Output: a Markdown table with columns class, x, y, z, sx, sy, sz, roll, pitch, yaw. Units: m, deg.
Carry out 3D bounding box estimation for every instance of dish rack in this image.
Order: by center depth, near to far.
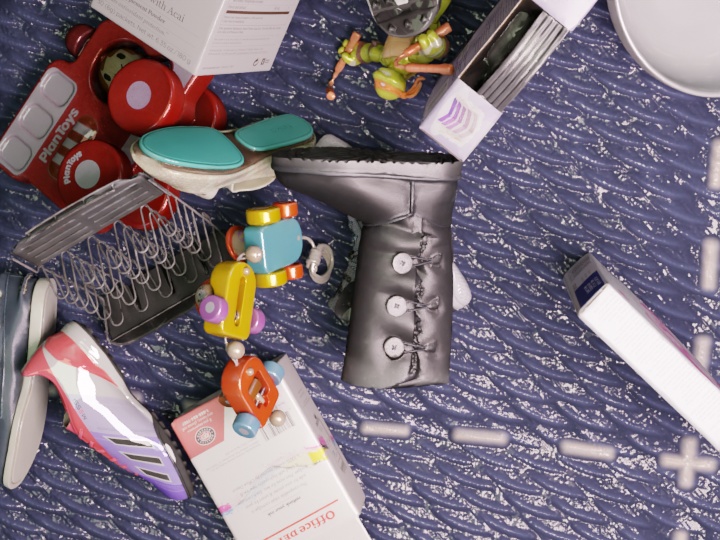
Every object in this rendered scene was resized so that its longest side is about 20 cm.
| class | x | y | z | sx | sy | sz | roll | pitch | yaw |
| --- | --- | --- | --- | --- | --- | --- | --- | --- | --- |
| dish rack | -0.200 | -0.011 | 1.048 | 0.153 | 0.200 | 0.055 | -30 | 66 | 8 |

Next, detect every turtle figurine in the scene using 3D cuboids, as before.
| class | x | y | z | sx | sy | sz | roll | pitch | yaw |
| --- | --- | --- | --- | --- | --- | --- | --- | --- | --- |
| turtle figurine | 0.052 | -0.210 | 1.030 | 0.064 | 0.200 | 0.162 | 27 | 81 | -27 |

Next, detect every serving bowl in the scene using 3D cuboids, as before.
| class | x | y | z | sx | sy | sz | roll | pitch | yaw |
| --- | --- | --- | --- | --- | --- | --- | --- | --- | --- |
| serving bowl | 0.295 | -0.253 | 1.029 | 0.198 | 0.066 | 0.202 | -3 | 102 | -13 |

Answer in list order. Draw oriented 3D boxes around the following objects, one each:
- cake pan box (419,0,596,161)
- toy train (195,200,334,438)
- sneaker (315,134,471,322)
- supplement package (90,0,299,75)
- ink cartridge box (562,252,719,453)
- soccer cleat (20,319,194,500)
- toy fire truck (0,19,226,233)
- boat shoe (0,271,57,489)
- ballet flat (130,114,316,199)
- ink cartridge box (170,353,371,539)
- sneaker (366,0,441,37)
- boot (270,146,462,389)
| class | x | y | z | sx | sy | sz | roll | pitch | yaw |
| --- | --- | --- | --- | --- | --- | --- | --- | --- | --- |
| cake pan box | 0.127 | -0.193 | 0.976 | 0.052 | 0.200 | 0.185 | 36 | 110 | -5 |
| toy train | -0.094 | 0.036 | 1.051 | 0.055 | 0.151 | 0.201 | 1 | 53 | 29 |
| sneaker | 0.002 | -0.019 | 1.083 | 0.114 | 0.075 | 0.200 | -40 | 95 | 5 |
| supplement package | -0.109 | -0.276 | 0.964 | 0.121 | 0.120 | 0.201 | 34 | 114 | 18 |
| ink cartridge box | 0.258 | 0.076 | 1.014 | 0.200 | 0.196 | 0.043 | 43 | 99 | -1 |
| soccer cleat | -0.230 | 0.143 | 1.109 | 0.073 | 0.068 | 0.201 | -39 | 102 | -19 |
| toy fire truck | -0.228 | -0.140 | 1.081 | 0.168 | 0.112 | 0.201 | 36 | 97 | 18 |
| boat shoe | -0.330 | 0.102 | 1.124 | 0.061 | 0.075 | 0.202 | 8 | 96 | 2 |
| ballet flat | -0.116 | -0.090 | 1.037 | 0.067 | 0.199 | 0.063 | 45 | 128 | 29 |
| ink cartridge box | -0.074 | 0.196 | 1.119 | 0.116 | 0.067 | 0.201 | -28 | 92 | 7 |
| sneaker | 0.025 | -0.281 | 0.935 | 0.066 | 0.090 | 0.202 | -11 | 95 | 17 |
| boot | 0.001 | 0.000 | 1.024 | 0.163 | 0.066 | 0.202 | 3 | 106 | -2 |
